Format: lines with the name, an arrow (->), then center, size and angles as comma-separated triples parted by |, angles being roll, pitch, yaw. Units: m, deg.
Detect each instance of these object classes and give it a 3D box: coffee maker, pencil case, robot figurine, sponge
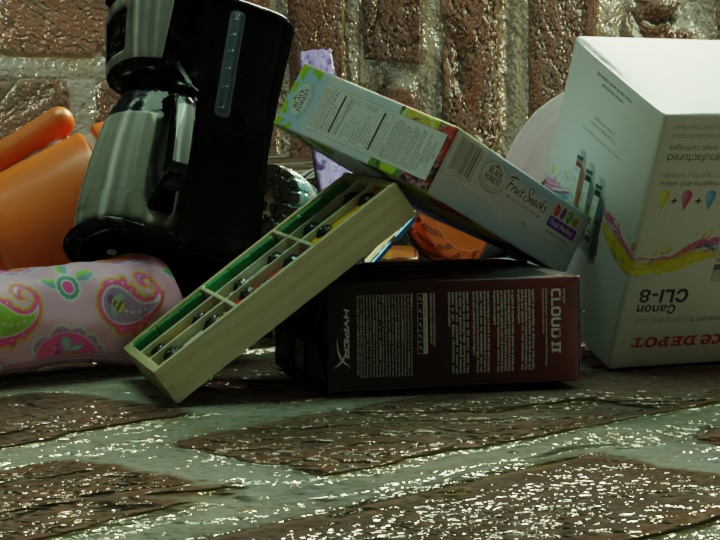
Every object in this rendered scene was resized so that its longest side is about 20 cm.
coffee maker -> -0.113, -0.088, 1.676 | 0.134, 0.201, 0.192 | -10, -27, 42
pencil case -> -0.221, 0.035, 1.552 | 0.199, 0.088, 0.087 | -5, 8, -38
robot figurine -> -0.218, -0.039, 1.750 | 0.199, 0.117, 0.144 | -28, 42, -8
sponge -> -0.019, -0.063, 1.707 | 0.030, 0.112, 0.201 | -8, 44, 0

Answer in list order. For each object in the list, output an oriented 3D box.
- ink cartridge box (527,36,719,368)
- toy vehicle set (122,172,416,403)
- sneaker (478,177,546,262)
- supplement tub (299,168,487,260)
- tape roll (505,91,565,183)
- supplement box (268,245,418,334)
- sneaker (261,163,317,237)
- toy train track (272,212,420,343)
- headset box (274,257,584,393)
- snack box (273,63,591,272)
ink cartridge box -> 0.226, -0.050, 1.648 | 0.144, 0.201, 0.145 | -2, 29, -24
toy vehicle set -> -0.063, 0.008, 1.511 | 0.200, 0.027, 0.124 | -39, 14, -10
sneaker -> 0.144, -0.020, 1.751 | 0.075, 0.200, 0.079 | 41, 28, 11
supplement tub -> 0.025, -0.040, 1.923 | 0.122, 0.123, 0.199 | -4, -5, -37
tape roll -> 0.215, -0.055, 1.837 | 0.201, 0.204, 0.071 | 3, 5, 22
supplement box -> -0.053, 0.016, 1.803 | 0.198, 0.067, 0.069 | 0, 9, 1
sneaker -> -0.105, -0.010, 1.893 | 0.199, 0.078, 0.086 | -28, -29, 27
toy train track -> 0.000, 0.000, 1.745 | 0.114, 0.033, 0.200 | 22, 51, 27
headset box -> 0.053, 0.035, 1.568 | 0.199, 0.076, 0.149 | -2, 6, -15
snack box -> 0.052, -0.068, 1.572 | 0.142, 0.053, 0.200 | 27, -1, 37
